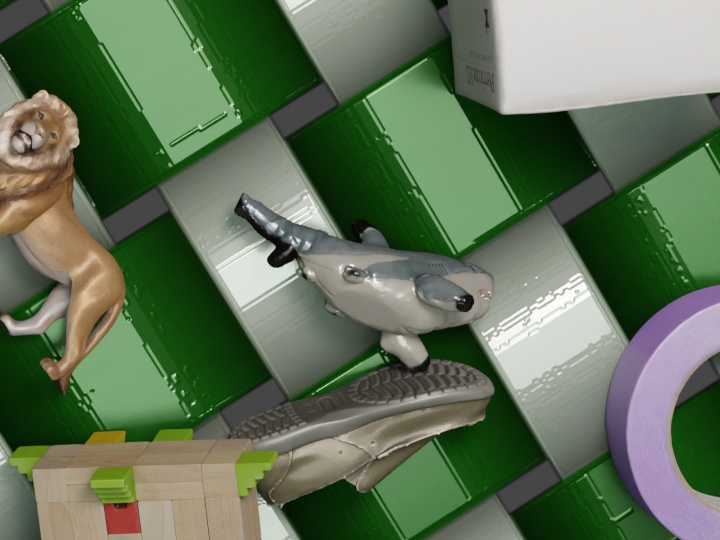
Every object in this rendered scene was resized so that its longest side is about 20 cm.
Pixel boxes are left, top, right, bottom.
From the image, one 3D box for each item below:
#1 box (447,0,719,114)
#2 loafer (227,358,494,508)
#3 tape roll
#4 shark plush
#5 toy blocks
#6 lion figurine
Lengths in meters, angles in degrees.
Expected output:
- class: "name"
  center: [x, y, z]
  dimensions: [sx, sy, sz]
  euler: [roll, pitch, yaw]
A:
- class: "box"
  center: [0.168, -0.208, 1.697]
  dimensions: [0.199, 0.199, 0.172]
  euler: [-8, 99, -6]
- class: "loafer"
  center: [0.004, 0.121, 1.787]
  dimensions: [0.199, 0.075, 0.070]
  euler: [-15, 111, -2]
- class: "tape roll"
  center: [0.289, 0.113, 1.827]
  dimensions: [0.199, 0.066, 0.201]
  euler: [-1, 98, -8]
- class: "shark plush"
  center: [0.000, 0.000, 1.773]
  dimensions: [0.199, 0.084, 0.091]
  euler: [16, 138, -1]
- class: "toy blocks"
  center: [-0.149, 0.196, 1.747]
  dimensions: [0.199, 0.100, 0.137]
  euler: [-3, 106, 11]
- class: "lion figurine"
  center: [-0.220, -0.020, 1.735]
  dimensions: [0.122, 0.072, 0.200]
  euler: [-37, 116, -16]
